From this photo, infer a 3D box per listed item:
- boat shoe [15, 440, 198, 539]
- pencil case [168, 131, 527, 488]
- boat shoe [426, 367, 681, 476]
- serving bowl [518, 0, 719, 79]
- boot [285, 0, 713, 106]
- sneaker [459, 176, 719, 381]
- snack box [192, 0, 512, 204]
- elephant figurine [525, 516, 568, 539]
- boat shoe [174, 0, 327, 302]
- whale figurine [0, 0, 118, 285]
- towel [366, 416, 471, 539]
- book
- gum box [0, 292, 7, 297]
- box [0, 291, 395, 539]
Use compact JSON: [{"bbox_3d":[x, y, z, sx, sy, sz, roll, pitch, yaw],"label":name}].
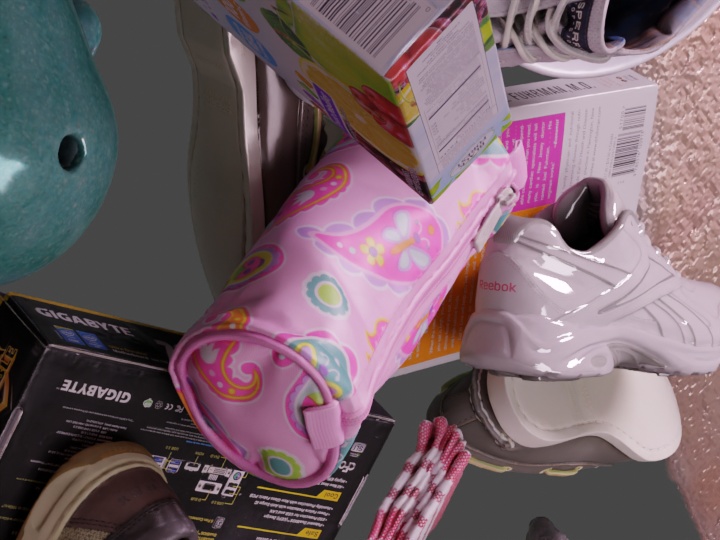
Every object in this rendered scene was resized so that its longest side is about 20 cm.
[{"bbox_3d":[-0.123,0.168,0.823,0.073,0.065,0.201,4,116,-40],"label":"boat shoe"},{"bbox_3d":[0.000,0.000,0.859,0.200,0.087,0.088,-52,143,-45],"label":"pencil case"},{"bbox_3d":[0.111,0.077,1.114,0.060,0.072,0.201,-24,162,32],"label":"boat shoe"},{"bbox_3d":[0.107,-0.195,0.945,0.199,0.066,0.201,-17,125,-26],"label":"serving bowl"},{"bbox_3d":[0.069,-0.116,0.856,0.200,0.096,0.074,-32,130,-15],"label":"boot"},{"bbox_3d":[0.132,0.003,1.029,0.200,0.078,0.100,-1,97,-51],"label":"sneaker"},{"bbox_3d":[-0.037,-0.122,0.757,0.053,0.200,0.142,-47,164,-7],"label":"snack box"},{"bbox_3d":[0.130,0.206,1.147,0.141,0.155,0.201,-6,130,-10],"label":"elephant figurine"},{"bbox_3d":[-0.043,-0.064,0.907,0.059,0.072,0.201,-16,118,-26],"label":"boat shoe"},{"bbox_3d":[-0.146,-0.090,0.779,0.159,0.103,0.201,-11,111,-54],"label":"whale figurine"},{"bbox_3d":[-0.012,0.175,1.022,0.200,0.030,0.146,-54,171,-20],"label":"towel"},{"bbox_3d":[0.062,-0.025,1.028,0.199,0.048,0.134,-11,120,-35],"label":"book"},{"bbox_3d":[-0.179,0.067,0.877,0.200,0.066,0.114,27,98,-44],"label":"gum box"},{"bbox_3d":[-0.098,0.105,0.881,0.199,0.049,0.160,15,109,-42],"label":"box"}]
